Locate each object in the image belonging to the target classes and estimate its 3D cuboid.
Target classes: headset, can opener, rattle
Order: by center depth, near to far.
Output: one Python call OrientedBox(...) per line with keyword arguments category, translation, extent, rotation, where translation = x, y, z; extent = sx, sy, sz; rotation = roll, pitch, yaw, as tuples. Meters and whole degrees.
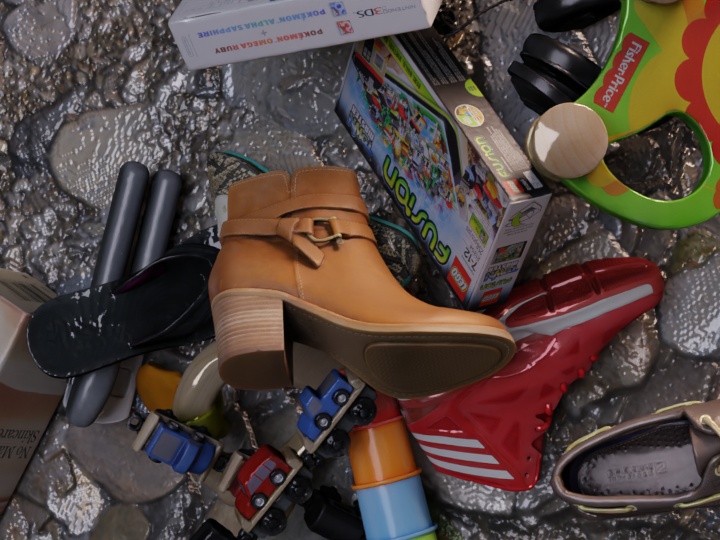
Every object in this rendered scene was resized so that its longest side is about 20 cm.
OrientedBox(category="headset", translation=(0.140, -0.159, 1.311), extent=(0.198, 0.094, 0.125), rotation=(11, 87, 10))
OrientedBox(category="rattle", translation=(-0.055, 0.066, 1.388), extent=(0.200, 0.143, 0.130), rotation=(-45, 101, -2))
OrientedBox(category="can opener", translation=(-0.174, 0.020, 1.428), extent=(0.052, 0.066, 0.202), rotation=(14, 86, -20))

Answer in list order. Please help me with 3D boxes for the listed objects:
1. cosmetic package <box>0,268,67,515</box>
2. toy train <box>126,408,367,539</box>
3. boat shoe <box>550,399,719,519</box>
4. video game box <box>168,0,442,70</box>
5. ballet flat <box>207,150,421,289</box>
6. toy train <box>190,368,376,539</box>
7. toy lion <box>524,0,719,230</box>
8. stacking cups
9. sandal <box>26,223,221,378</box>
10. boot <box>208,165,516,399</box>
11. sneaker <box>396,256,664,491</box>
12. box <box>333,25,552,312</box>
OrientedBox(category="cosmetic package", translation=(-0.297, 0.103, 1.455), extent=(0.087, 0.103, 0.201), rotation=(32, 100, 24))
OrientedBox(category="toy train", translation=(-0.071, 0.146, 1.314), extent=(0.199, 0.046, 0.034), rotation=(27, 103, -21))
OrientedBox(category="boat shoe", translation=(0.220, 0.118, 1.232), extent=(0.198, 0.059, 0.073), rotation=(-14, 79, 23))
OrientedBox(category="video game box", translation=(-0.016, -0.218, 1.319), extent=(0.181, 0.201, 0.047), rotation=(-9, 123, 25))
OrientedBox(category="ballet flat", translation=(-0.051, -0.024, 1.341), extent=(0.199, 0.068, 0.075), rotation=(26, 61, 31))
OrientedBox(category="toy train", translation=(-0.059, 0.141, 1.267), extent=(0.046, 0.034, 0.200), rotation=(39, 93, -15))
OrientedBox(category="toy lion", translation=(0.229, -0.112, 1.230), extent=(0.191, 0.069, 0.201), rotation=(30, 89, 0))
OrientedBox(category="stacking cups", translation=(0.019, 0.164, 1.312), extent=(0.060, 0.060, 0.202), rotation=(-17, 87, 22))
OrientedBox(category="sandal", translation=(-0.143, 0.023, 1.379), extent=(0.199, 0.048, 0.076), rotation=(-25, 83, -11))
OrientedBox(category="boot", translation=(0.000, 0.000, 1.252), extent=(0.198, 0.074, 0.156), rotation=(2, 52, -4))
OrientedBox(category="sneaker", translation=(0.125, 0.075, 1.297), extent=(0.199, 0.078, 0.116), rotation=(-22, 106, 8))
OrientedBox(category="box", translation=(0.052, -0.082, 1.295), extent=(0.201, 0.034, 0.111), rotation=(58, 147, 32))
